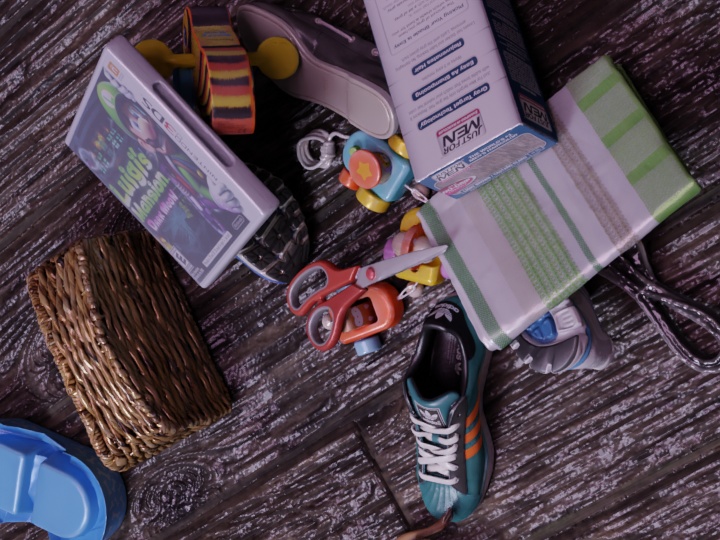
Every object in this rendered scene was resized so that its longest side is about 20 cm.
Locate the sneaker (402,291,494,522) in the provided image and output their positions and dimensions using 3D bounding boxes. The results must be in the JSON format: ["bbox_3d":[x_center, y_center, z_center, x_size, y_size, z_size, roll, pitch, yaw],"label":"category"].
[{"bbox_3d":[0.066,0.120,1.259,0.071,0.080,0.201,8,105,29],"label":"sneaker"}]

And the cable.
[{"bbox_3d":[0.207,0.003,1.179,0.097,0.050,0.200,-35,78,30],"label":"cable"}]

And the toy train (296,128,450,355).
[{"bbox_3d":[0.003,-0.031,1.287,0.150,0.056,0.201,-15,91,30],"label":"toy train"}]

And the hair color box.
[{"bbox_3d":[0.072,-0.168,1.184,0.100,0.060,0.201,-28,63,28],"label":"hair color box"}]

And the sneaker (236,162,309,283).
[{"bbox_3d":[-0.126,-0.064,1.349,0.200,0.079,0.089,45,159,3],"label":"sneaker"}]

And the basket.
[{"bbox_3d":[-0.240,0.083,1.390,0.149,0.143,0.200,-28,84,29],"label":"basket"}]

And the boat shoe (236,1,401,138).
[{"bbox_3d":[-0.023,-0.174,1.282,0.200,0.057,0.067,36,140,30],"label":"boat shoe"}]

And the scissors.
[{"bbox_3d":[0.000,0.000,1.248,0.200,0.014,0.073,-41,63,45],"label":"scissors"}]

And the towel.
[{"bbox_3d":[0.147,-0.050,1.153,0.200,0.031,0.149,-39,55,19],"label":"towel"}]

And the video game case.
[{"bbox_3d":[-0.162,-0.083,1.259,0.182,0.023,0.200,47,154,-1],"label":"video game case"}]

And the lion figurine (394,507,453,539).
[{"bbox_3d":[0.050,0.299,1.306,0.122,0.072,0.201,-4,87,58],"label":"lion figurine"}]

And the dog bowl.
[{"bbox_3d":[-0.317,0.212,1.509,0.200,0.050,0.112,19,107,26],"label":"dog bowl"}]

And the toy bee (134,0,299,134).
[{"bbox_3d":[-0.131,-0.181,1.258,0.200,0.131,0.109,22,118,50],"label":"toy bee"}]

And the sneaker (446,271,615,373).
[{"bbox_3d":[0.134,0.011,1.213,0.075,0.087,0.200,-48,51,23],"label":"sneaker"}]
